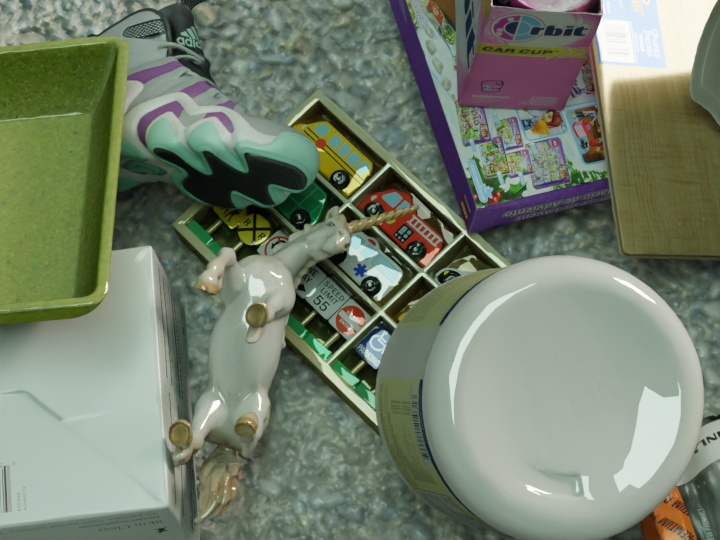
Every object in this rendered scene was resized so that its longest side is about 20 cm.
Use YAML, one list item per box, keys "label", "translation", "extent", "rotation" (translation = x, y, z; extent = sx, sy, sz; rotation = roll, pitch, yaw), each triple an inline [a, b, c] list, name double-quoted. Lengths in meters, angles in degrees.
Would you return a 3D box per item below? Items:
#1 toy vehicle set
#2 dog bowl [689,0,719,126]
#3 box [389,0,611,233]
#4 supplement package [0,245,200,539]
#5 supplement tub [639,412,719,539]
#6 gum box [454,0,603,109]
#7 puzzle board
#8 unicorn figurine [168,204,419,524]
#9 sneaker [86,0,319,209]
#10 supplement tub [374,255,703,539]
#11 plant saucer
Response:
- label: "toy vehicle set"
  translation: [0.000, 0.000, 1.361]
  extent: [0.124, 0.027, 0.200]
  rotation: [-44, 72, -9]
- label: "dog bowl"
  translation: [0.281, -0.094, 1.264]
  extent: [0.199, 0.059, 0.201]
  rotation: [4, 96, 40]
- label: "box"
  translation: [0.101, -0.131, 1.376]
  extent: [0.136, 0.039, 0.201]
  rotation: [-13, 69, -12]
- label: "supplement package"
  translation: [-0.201, 0.088, 1.306]
  extent: [0.199, 0.111, 0.156]
  rotation: [-7, 69, 4]
- label: "supplement tub"
  translation: [0.254, 0.122, 1.239]
  extent: [0.199, 0.123, 0.123]
  rotation: [-17, 69, -1]
- label: "gum box"
  translation: [0.094, -0.208, 1.325]
  extent: [0.066, 0.114, 0.201]
  rotation: [2, 66, -6]
- label: "puzzle board"
  translation: [0.203, -0.100, 1.347]
  extent: [0.150, 0.017, 0.201]
  rotation: [1, 70, -22]
- label: "unicorn figurine"
  translation: [-0.057, 0.035, 1.287]
  extent: [0.074, 0.137, 0.201]
  rotation: [30, 98, 7]
- label: "sneaker"
  translation: [-0.101, -0.114, 1.372]
  extent: [0.199, 0.078, 0.140]
  rotation: [6, 62, 25]
- label: "supplement tub"
  translation: [0.087, 0.068, 1.218]
  extent: [0.144, 0.200, 0.146]
  rotation: [0, 87, -10]
- label: "plant saucer"
  translation: [-0.228, -0.037, 1.284]
  extent: [0.199, 0.048, 0.201]
  rotation: [-5, 51, 6]
